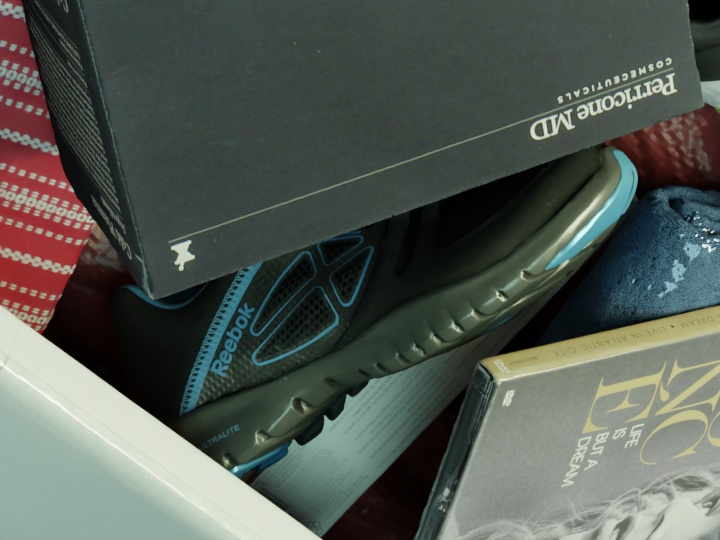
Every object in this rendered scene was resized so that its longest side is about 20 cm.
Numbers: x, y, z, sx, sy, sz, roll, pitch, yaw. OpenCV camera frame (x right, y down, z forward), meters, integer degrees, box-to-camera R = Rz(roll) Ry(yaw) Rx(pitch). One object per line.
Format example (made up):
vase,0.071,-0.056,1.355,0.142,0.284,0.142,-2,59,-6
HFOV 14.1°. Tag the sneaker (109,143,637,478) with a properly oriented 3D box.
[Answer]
sneaker,0.000,0.000,1.002,0.200,0.073,0.082,-30,83,17

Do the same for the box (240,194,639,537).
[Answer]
box,0.017,0.028,1.064,0.041,0.039,0.200,34,106,-29

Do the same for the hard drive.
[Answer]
hard drive,-0.104,0.080,1.014,0.132,0.027,0.200,-16,136,42

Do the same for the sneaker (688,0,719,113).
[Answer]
sneaker,0.165,-0.132,0.991,0.083,0.072,0.200,28,109,-22

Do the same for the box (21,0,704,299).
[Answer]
box,-0.009,-0.118,0.922,0.199,0.104,0.183,-19,121,-13

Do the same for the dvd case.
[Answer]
dvd case,0.104,0.074,1.052,0.200,0.016,0.149,-12,135,-34

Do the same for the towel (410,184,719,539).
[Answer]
towel,0.090,0.056,1.075,0.111,0.049,0.200,7,123,-47

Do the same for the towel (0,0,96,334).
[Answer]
towel,-0.157,-0.035,0.997,0.144,0.023,0.200,18,115,-24
